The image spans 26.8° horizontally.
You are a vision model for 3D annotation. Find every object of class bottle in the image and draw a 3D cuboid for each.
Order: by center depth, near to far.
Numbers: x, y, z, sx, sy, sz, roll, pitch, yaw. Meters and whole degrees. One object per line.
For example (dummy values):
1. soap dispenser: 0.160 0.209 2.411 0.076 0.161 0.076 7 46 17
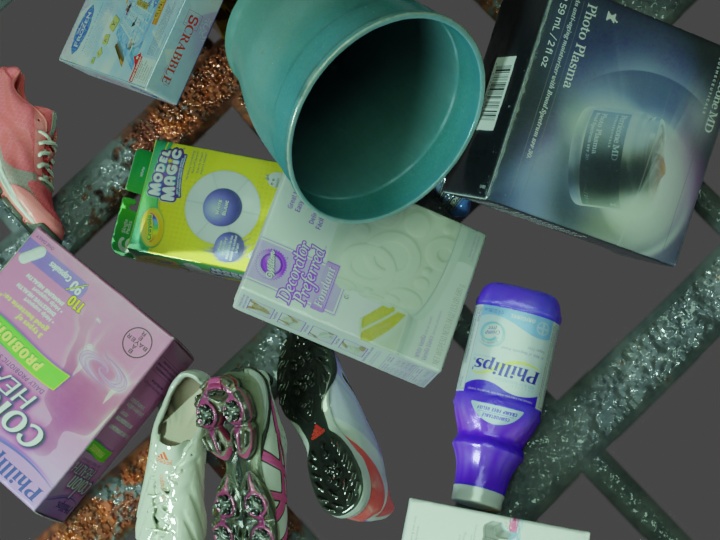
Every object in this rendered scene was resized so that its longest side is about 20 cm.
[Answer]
1. bottle: 0.127 0.116 1.381 0.082 0.065 0.203 13 77 8

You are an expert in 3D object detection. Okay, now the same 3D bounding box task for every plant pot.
1. plant pot: -0.021 -0.177 1.342 0.199 0.201 0.188 -38 48 -5

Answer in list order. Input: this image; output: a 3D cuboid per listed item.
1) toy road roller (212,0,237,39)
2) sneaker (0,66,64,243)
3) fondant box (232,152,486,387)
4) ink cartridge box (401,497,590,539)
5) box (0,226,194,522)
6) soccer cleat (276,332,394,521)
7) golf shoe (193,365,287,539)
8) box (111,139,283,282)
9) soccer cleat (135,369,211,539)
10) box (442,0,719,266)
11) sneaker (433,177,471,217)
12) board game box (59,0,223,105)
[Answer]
1. toy road roller: -0.098 -0.291 1.472 0.123 0.146 0.200 -40 75 -6
2. sneaker: -0.330 -0.119 1.487 0.086 0.074 0.201 -30 74 -5
3. fondant box: 0.000 0.000 1.394 0.198 0.058 0.146 22 68 -4
4. ink cartridge box: 0.136 0.255 1.317 0.197 0.115 0.069 10 76 8
5. box: -0.289 0.097 1.412 0.175 0.097 0.201 37 82 14
6. soccer cleat: -0.023 0.141 1.398 0.068 0.073 0.202 -35 55 22
7. golf shoe: -0.091 0.188 1.378 0.072 0.092 0.203 -3 96 32
8. box: -0.140 -0.055 1.465 0.197 0.048 0.119 10 75 10
9. soccer cleat: -0.171 0.189 1.385 0.068 0.078 0.203 6 76 7
10. box: 0.207 -0.132 1.355 0.196 0.123 0.203 17 91 -18
11. sneaker: 0.155 -0.111 1.444 0.198 0.077 0.086 -25 90 -3
12. board game box: -0.195 -0.272 1.454 0.199 0.041 0.202 25 90 52
